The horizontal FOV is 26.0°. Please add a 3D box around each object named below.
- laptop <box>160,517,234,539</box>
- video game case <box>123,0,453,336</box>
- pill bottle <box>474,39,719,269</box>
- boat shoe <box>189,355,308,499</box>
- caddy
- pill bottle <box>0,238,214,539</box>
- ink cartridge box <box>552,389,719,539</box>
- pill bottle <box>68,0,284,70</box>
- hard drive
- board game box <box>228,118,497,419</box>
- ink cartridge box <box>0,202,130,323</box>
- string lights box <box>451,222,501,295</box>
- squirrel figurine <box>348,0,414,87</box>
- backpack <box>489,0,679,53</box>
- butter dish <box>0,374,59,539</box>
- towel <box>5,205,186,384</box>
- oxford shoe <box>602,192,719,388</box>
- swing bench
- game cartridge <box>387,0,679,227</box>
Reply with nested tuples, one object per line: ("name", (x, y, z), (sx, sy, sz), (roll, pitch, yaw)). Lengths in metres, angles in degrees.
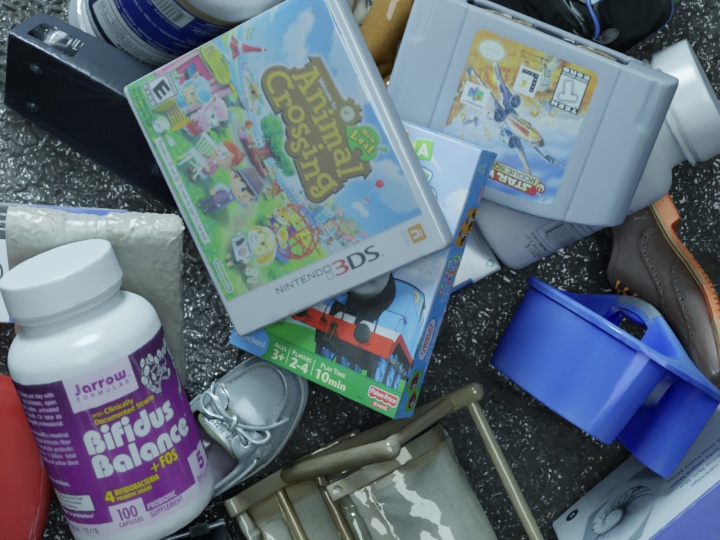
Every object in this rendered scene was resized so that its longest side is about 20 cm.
("laptop", (-0.171, 0.266, 1.134), (0.185, 0.200, 0.117), (-16, 68, -5))
("video game case", (-0.053, -0.075, 1.100), (0.181, 0.022, 0.202), (-23, 95, 23))
("pill bottle", (0.181, -0.093, 1.205), (0.198, 0.114, 0.115), (-27, 89, 17))
("boat shoe", (-0.121, 0.142, 1.200), (0.202, 0.065, 0.075), (-41, 85, 13))
("caddy", (0.192, 0.069, 1.191), (0.141, 0.200, 0.106), (29, 94, -28))
("pill bottle", (-0.182, 0.086, 1.099), (0.111, 0.112, 0.202), (-19, 108, -5))
("ink cartridge box", (0.243, 0.176, 1.168), (0.199, 0.200, 0.041), (-41, 102, 4))
("pill bottle", (-0.140, -0.215, 1.167), (0.115, 0.199, 0.117), (7, 76, -32))
("hard drive", (-0.180, -0.116, 1.205), (0.199, 0.135, 0.043), (30, 66, -2))
("board game box", (-0.001, -0.014, 1.135), (0.150, 0.036, 0.202), (22, 99, 25))
("ink cartridge box", (-0.282, -0.006, 1.231), (0.197, 0.044, 0.095), (3, 88, -4))
("string lights box", (0.000, 0.000, 1.245), (0.198, 0.059, 0.104), (-27, 89, -5))
("squirrel figurine", (-0.015, -0.144, 1.232), (0.187, 0.142, 0.200), (43, 99, -11))
("backpack", (0.148, -0.252, 1.215), (0.146, 0.183, 0.202), (-22, 85, -28))
("butter dish", (-0.280, 0.151, 1.172), (0.146, 0.199, 0.202), (9, 85, -27))
("towel", (-0.196, 0.030, 1.179), (0.131, 0.201, 0.035), (2, 44, -6))
("oxford shoe", (0.239, 0.013, 1.247), (0.072, 0.071, 0.202), (-22, 66, 2))
("swing bench", (0.031, 0.221, 1.187), (0.129, 0.199, 0.201), (-26, 90, -47))
("game cartridge", (0.115, -0.114, 1.128), (0.198, 0.042, 0.134), (23, 112, 10))
